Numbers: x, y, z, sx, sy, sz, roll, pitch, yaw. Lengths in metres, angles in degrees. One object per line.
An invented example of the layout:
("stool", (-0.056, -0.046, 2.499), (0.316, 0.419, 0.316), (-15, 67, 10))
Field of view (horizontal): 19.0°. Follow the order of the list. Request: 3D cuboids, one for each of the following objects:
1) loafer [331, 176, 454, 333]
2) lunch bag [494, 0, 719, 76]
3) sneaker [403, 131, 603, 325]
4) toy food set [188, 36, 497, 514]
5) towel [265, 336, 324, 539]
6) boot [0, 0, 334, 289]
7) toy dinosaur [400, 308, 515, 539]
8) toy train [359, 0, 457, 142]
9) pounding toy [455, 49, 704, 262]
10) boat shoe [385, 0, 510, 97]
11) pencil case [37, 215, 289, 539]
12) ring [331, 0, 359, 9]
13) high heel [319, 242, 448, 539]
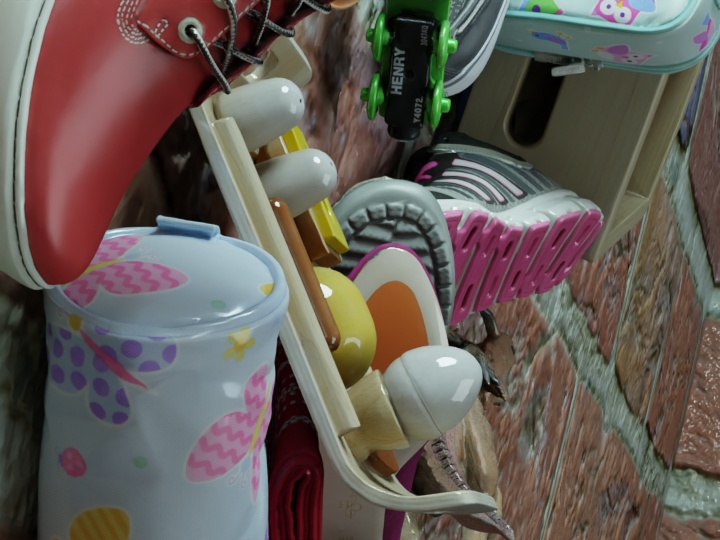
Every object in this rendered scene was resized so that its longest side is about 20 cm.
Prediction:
("loafer", (-0.003, 0.034, 1.012), (0.070, 0.075, 0.201), (-97, -165, -54))
("lunch bag", (0.129, -0.200, 1.123), (0.077, 0.159, 0.201), (51, 52, -71))
("sneaker", (0.041, -0.026, 1.117), (0.199, 0.087, 0.074), (-10, 131, -51))
("toy food set", (0.000, 0.000, 0.812), (0.144, 0.060, 0.201), (41, 27, -80))
("towel", (-0.033, 0.086, 0.874), (0.200, 0.022, 0.145), (-101, -167, -63))
("boot", (-0.029, -0.079, 0.653), (0.072, 0.143, 0.201), (67, 38, -68))
("toy dinosaur", (0.043, 0.086, 1.109), (0.200, 0.085, 0.136), (-140, -120, -87))
("toy train", (0.029, -0.155, 0.953), (0.056, 0.041, 0.201), (-74, 171, -63))
("pounding toy", (0.125, -0.137, 1.264), (0.184, 0.142, 0.201), (-32, 142, -69))
("boat shoe", (0.056, -0.186, 1.058), (0.066, 0.070, 0.201), (56, 55, -72))
("pencil case", (-0.069, 0.085, 0.749), (0.091, 0.083, 0.201), (-46, 145, -57))
("ring", (0.000, -0.211, 0.908), (0.200, 0.019, 0.202), (13, 90, -76))
("high heel", (-0.004, 0.076, 0.982), (0.096, 0.067, 0.201), (-112, -148, -73))
